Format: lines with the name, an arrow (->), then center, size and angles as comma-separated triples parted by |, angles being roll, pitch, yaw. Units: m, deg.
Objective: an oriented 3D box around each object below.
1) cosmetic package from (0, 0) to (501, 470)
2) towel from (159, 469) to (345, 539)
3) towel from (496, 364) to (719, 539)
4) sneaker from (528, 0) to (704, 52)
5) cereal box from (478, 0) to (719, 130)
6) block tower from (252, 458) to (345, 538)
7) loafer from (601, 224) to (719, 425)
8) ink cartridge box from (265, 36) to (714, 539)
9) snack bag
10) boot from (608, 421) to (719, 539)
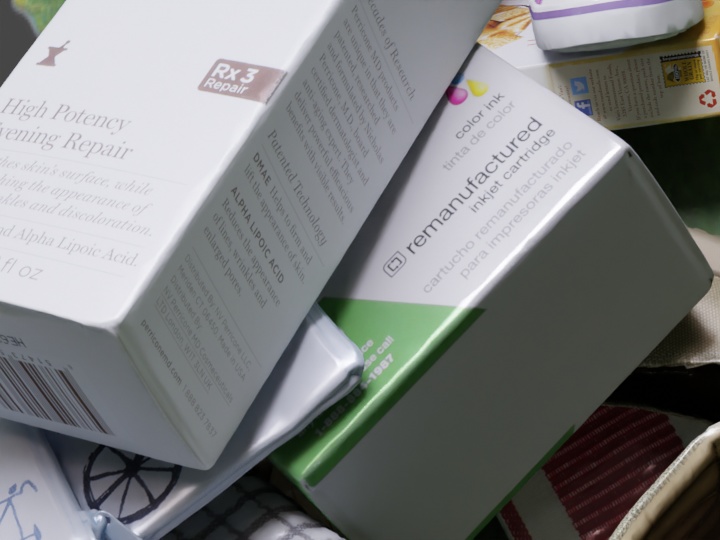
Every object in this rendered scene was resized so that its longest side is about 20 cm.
cosmetic package -> -0.048, -0.045, 0.662 | 0.101, 0.074, 0.201 | 10, 56, 32
towel -> -0.084, 0.149, 0.659 | 0.200, 0.086, 0.165 | -40, 42, -20
towel -> 0.146, 0.063, 0.780 | 0.199, 0.023, 0.145 | -27, 73, -7
sneaker -> 0.102, -0.163, 0.916 | 0.072, 0.115, 0.201 | -7, 21, 12
cereal box -> 0.078, -0.093, 0.971 | 0.198, 0.040, 0.144 | -6, 19, 21
block tower -> -0.092, 0.094, 0.866 | 0.198, 0.054, 0.058 | -7, 41, 16
loafer -> 0.155, 0.040, 0.737 | 0.199, 0.076, 0.068 | 16, 69, 18
ink cartridge box -> -0.004, -0.012, 0.737 | 0.145, 0.084, 0.200 | -45, 45, -4
snack bag -> -0.110, 0.035, 0.686 | 0.199, 0.021, 0.189 | -36, 44, -1
boot -> 0.161, 0.099, 0.676 | 0.199, 0.155, 0.072 | -30, 39, -16
